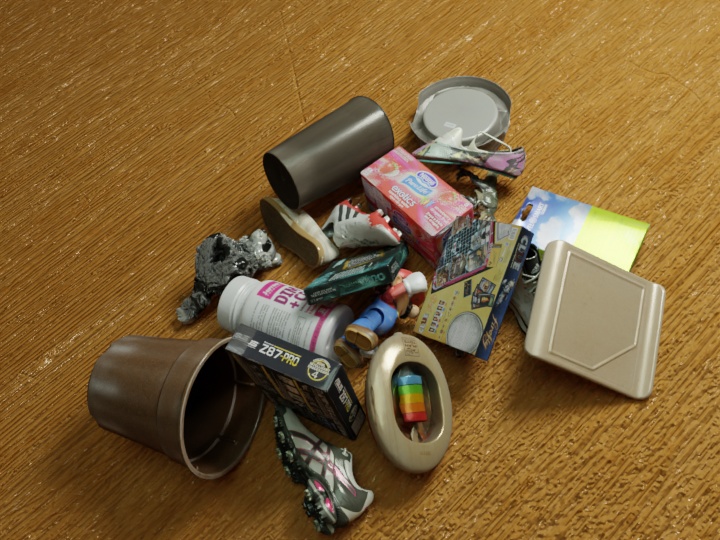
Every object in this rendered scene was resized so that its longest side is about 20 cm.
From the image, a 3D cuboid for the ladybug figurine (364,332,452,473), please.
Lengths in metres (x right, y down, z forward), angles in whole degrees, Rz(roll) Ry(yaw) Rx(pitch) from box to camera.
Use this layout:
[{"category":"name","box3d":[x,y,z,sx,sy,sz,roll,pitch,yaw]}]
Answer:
[{"category":"ladybug figurine","box3d":[0.062,0.189,0.900,0.135,0.072,0.201,9,65,-26]}]

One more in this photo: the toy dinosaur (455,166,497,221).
[{"category":"toy dinosaur","box3d":[0.212,-0.146,1.132,0.088,0.048,0.200,9,54,12]}]

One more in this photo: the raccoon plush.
[{"category":"raccoon plush","box3d":[-0.235,0.004,1.116,0.200,0.134,0.097,-42,70,21]}]

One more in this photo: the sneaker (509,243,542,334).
[{"category":"sneaker","box3d":[0.267,0.035,0.954,0.076,0.115,0.201,-34,58,-12]}]

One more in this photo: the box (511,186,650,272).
[{"category":"box","box3d":[0.356,-0.055,1.037,0.200,0.048,0.122,23,64,23]}]

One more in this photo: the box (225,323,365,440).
[{"category":"box","box3d":[-0.085,0.163,0.888,0.161,0.200,0.049,17,63,22]}]

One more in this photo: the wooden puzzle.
[{"category":"wooden puzzle","box3d":[0.343,0.072,0.917,0.199,0.037,0.185,21,69,-8]}]

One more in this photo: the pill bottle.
[{"category":"pill bottle","box3d":[-0.121,0.081,1.000,0.199,0.113,0.114,17,62,21]}]

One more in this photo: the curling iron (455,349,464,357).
[{"category":"curling iron","box3d":[0.172,0.047,1.019,0.049,0.026,0.200,4,58,17]}]

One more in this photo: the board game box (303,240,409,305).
[{"category":"board game box","box3d":[0.000,0.000,0.991,0.135,0.200,0.028,-16,99,15]}]

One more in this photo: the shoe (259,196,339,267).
[{"category":"shoe","box3d":[-0.115,-0.072,1.138,0.053,0.070,0.200,-20,49,-37]}]

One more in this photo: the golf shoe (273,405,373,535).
[{"category":"golf shoe","box3d":[-0.063,0.275,0.899,0.088,0.077,0.200,-19,55,-26]}]

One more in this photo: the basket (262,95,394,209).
[{"category":"basket","box3d":[-0.063,-0.205,1.126,0.200,0.180,0.136,-34,92,-24]}]

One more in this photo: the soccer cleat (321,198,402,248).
[{"category":"soccer cleat","box3d":[-0.001,-0.067,1.079,0.085,0.069,0.200,-47,35,-7]}]

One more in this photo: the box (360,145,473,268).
[{"category":"box","box3d":[0.100,-0.113,1.095,0.095,0.100,0.200,-36,57,-13]}]

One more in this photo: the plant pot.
[{"category":"plant pot","box3d":[-0.277,0.185,0.928,0.198,0.200,0.201,6,58,24]}]

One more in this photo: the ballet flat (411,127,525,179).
[{"category":"ballet flat","box3d":[0.194,-0.213,1.108,0.199,0.071,0.069,11,17,4]}]

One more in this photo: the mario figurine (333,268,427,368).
[{"category":"mario figurine","box3d":[0.049,0.073,0.975,0.123,0.106,0.200,-8,27,38]}]

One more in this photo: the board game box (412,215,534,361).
[{"category":"board game box","box3d":[0.169,0.022,0.953,0.135,0.035,0.201,17,85,51]}]

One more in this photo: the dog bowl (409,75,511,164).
[{"category":"dog bowl","box3d":[0.194,-0.289,1.218,0.199,0.059,0.201,-6,56,8]}]
